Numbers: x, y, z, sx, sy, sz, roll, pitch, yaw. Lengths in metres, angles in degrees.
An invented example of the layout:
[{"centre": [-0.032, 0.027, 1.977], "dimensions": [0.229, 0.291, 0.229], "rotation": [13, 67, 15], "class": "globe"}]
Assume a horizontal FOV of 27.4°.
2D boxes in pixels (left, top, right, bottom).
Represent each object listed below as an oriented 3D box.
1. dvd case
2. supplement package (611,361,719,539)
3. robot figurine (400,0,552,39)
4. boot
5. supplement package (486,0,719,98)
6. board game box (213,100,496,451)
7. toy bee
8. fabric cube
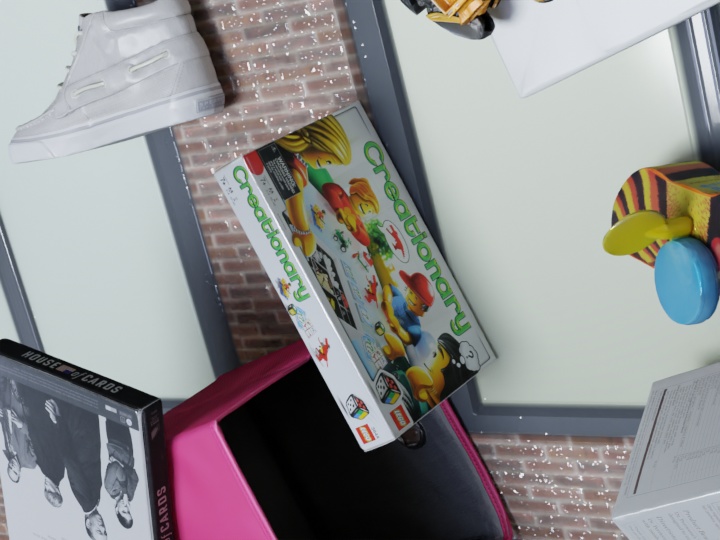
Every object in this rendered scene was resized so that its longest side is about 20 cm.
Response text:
[{"centre": [-0.182, 0.156, 0.975], "dimensions": [0.150, 0.025, 0.201], "rotation": [16, 120, 35], "class": "dvd case"}, {"centre": [0.258, 0.109, 0.802], "dimensions": [0.200, 0.114, 0.110], "rotation": [-23, 117, 42], "class": "supplement package"}, {"centre": [0.029, -0.210, 0.733], "dimensions": [0.200, 0.058, 0.145], "rotation": [52, 132, 7], "class": "robot figurine"}, {"centre": [-0.189, -0.141, 1.080], "dimensions": [0.199, 0.074, 0.096], "rotation": [-12, 97, 31], "class": "boot"}, {"centre": [0.123, -0.220, 0.770], "dimensions": [0.156, 0.111, 0.201], "rotation": [-23, 95, 41], "class": "supplement package"}, {"centre": [0.000, 0.000, 0.956], "dimensions": [0.035, 0.126, 0.200], "rotation": [-25, 95, 42], "class": "board game box"}, {"centre": [0.209, -0.022, 0.787], "dimensions": [0.200, 0.131, 0.109], "rotation": [30, 128, 39], "class": "toy bee"}, {"centre": [-0.053, 0.169, 1.028], "dimensions": [0.199, 0.200, 0.197], "rotation": [-26, 95, 43], "class": "fabric cube"}]
